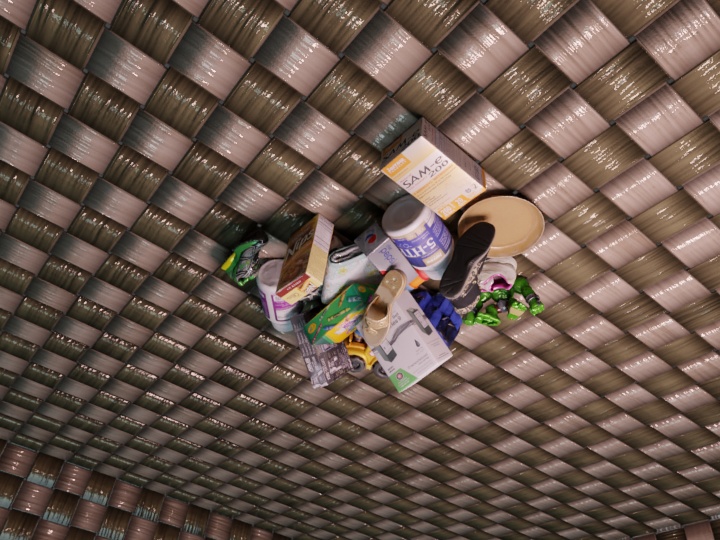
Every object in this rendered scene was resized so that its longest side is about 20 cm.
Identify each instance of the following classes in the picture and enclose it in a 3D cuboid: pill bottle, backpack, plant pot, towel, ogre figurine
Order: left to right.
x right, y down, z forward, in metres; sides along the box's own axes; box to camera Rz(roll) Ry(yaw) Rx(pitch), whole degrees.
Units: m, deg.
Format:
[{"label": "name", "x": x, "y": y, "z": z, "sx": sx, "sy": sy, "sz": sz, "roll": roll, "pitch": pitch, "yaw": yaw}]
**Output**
[{"label": "pill bottle", "x": -0.212, "y": 0.073, "z": 1.642, "sx": 0.112, "sy": 0.113, "sz": 0.200, "roll": 3, "pitch": 138, "yaw": 4}, {"label": "towel", "x": 0.000, "y": 0.000, "z": 1.515, "sx": 0.199, "sy": 0.048, "sz": 0.172, "roll": -18, "pitch": 144, "yaw": -23}, {"label": "pill bottle", "x": 0.148, "y": -0.072, "z": 1.430, "sx": 0.119, "sy": 0.120, "sz": 0.200, "roll": -21, "pitch": 132, "yaw": 27}, {"label": "backpack", "x": 0.173, "y": 0.140, "z": 1.609, "sx": 0.162, "sy": 0.200, "sz": 0.168, "roll": -25, "pitch": 97, "yaw": 35}, {"label": "plant pot", "x": 0.328, "y": -0.107, "z": 1.438, "sx": 0.199, "sy": 0.028, "sz": 0.200, "roll": 3, "pitch": 139, "yaw": 3}, {"label": "ogre figurine", "x": 0.361, "y": 0.077, "z": 1.569, "sx": 0.200, "sy": 0.120, "sz": 0.098, "roll": -32, "pitch": 122, "yaw": 33}]

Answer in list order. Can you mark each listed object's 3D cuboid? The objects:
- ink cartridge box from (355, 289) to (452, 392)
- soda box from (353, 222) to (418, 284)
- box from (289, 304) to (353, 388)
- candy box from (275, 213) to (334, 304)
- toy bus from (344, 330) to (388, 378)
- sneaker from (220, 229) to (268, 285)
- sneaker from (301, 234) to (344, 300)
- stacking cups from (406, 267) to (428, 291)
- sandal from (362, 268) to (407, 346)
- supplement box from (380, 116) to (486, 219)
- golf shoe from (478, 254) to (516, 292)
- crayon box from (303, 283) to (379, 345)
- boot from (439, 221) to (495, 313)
[{"label": "ink cartridge box", "x": 0.102, "y": 0.169, "z": 1.485, "sx": 0.146, "sy": 0.200, "sz": 0.084, "roll": -44, "pitch": 163, "yaw": 32}, {"label": "soda box", "x": 0.064, "y": -0.027, "z": 1.440, "sx": 0.068, "sy": 0.063, "sz": 0.200, "roll": -40, "pitch": 144, "yaw": 2}, {"label": "box", "x": -0.102, "y": 0.200, "z": 1.652, "sx": 0.050, "sy": 0.158, "sz": 0.201, "roll": -19, "pitch": 90, "yaw": 27}, {"label": "candy box", "x": -0.131, "y": -0.029, "z": 1.450, "sx": 0.055, "sy": 0.200, "sz": 0.115, "roll": 36, "pitch": 130, "yaw": -28}, {"label": "toy bus", "x": 0.043, "y": 0.192, "z": 1.741, "sx": 0.199, "sy": 0.136, "sz": 0.193, "roll": 11, "pitch": 125, "yaw": -1}, {"label": "sneaker", "x": -0.277, "y": -0.032, "z": 1.544, "sx": 0.085, "sy": 0.078, "sz": 0.200, "roll": 47, "pitch": 138, "yaw": 0}, {"label": "sneaker", "x": -0.106, "y": -0.006, "z": 1.545, "sx": 0.080, "sy": 0.084, "sz": 0.200, "roll": 17, "pitch": 118, "yaw": -39}, {"label": "stacking cups", "x": 0.118, "y": 0.037, "z": 1.597, "sx": 0.060, "sy": 0.061, "sz": 0.200, "roll": 31, "pitch": 133, "yaw": -25}, {"label": "sandal", "x": 0.037, "y": 0.092, "z": 1.422, "sx": 0.078, "sy": 0.070, "sz": 0.212, "roll": 36, "pitch": 118, "yaw": 26}, {"label": "supplement box", "x": 0.156, "y": -0.214, "z": 1.304, "sx": 0.200, "sy": 0.074, "sz": 0.126, "roll": 33, "pitch": 131, "yaw": -26}, {"label": "golf shoe", "x": 0.290, "y": 0.012, "z": 1.527, "sx": 0.199, "sy": 0.092, "sz": 0.075, "roll": -6, "pitch": 139, "yaw": 15}, {"label": "crayon box", "x": -0.037, "y": 0.111, "z": 1.548, "sx": 0.200, "sy": 0.058, "sz": 0.119, "roll": -42, "pitch": 156, "yaw": 28}, {"label": "boot", "x": 0.261, "y": -0.002, "z": 1.444, "sx": 0.073, "sy": 0.204, "sz": 0.154, "roll": 26, "pitch": 168, "yaw": 28}]
